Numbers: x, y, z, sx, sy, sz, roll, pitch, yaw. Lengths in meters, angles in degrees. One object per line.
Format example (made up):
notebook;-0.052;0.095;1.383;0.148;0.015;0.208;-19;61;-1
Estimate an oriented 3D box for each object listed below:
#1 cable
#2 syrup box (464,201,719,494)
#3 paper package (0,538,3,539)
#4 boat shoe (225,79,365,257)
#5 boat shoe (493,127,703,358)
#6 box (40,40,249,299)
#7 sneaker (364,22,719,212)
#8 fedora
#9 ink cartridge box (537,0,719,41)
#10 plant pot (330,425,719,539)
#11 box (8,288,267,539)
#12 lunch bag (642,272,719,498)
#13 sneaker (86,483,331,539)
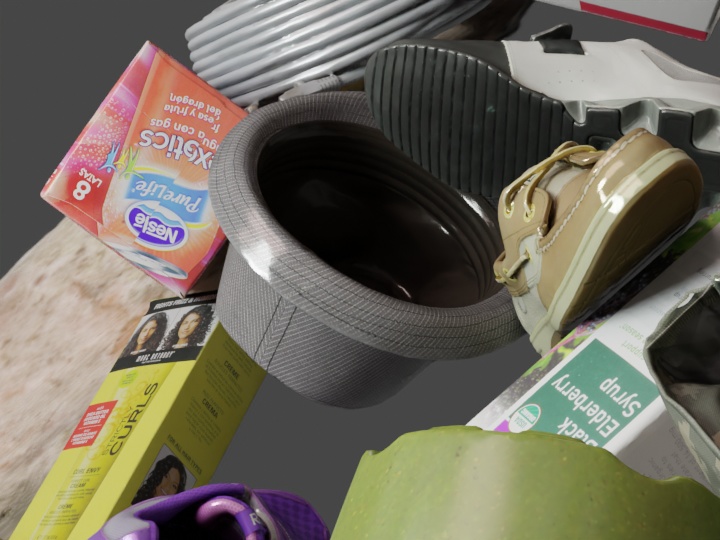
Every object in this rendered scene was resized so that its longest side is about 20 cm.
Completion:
cable;-0.012;-0.157;1.195;0.199;0.070;0.200;-29;12;-13
syrup box;0.127;0.059;0.800;0.200;0.082;0.079;-40;29;-5
paper package;-0.202;0.210;0.886;0.199;0.103;0.192;1;67;47
boat shoe;-0.022;-0.058;1.132;0.073;0.063;0.201;-13;37;37
boat shoe;0.089;-0.016;0.846;0.074;0.067;0.200;-36;-13;-17
box;-0.113;-0.053;1.113;0.103;0.094;0.200;-55;7;-2
sneaker;0.102;-0.080;0.982;0.198;0.075;0.089;15;35;13
fedora;0.000;0.000;0.978;0.091;0.176;0.200;-60;-8;31
ink cartridge box;0.117;-0.218;1.107;0.200;0.144;0.085;-105;30;-58
plant pot;0.043;0.155;0.593;0.199;0.200;0.191;-7;61;41
box;-0.116;0.100;1.036;0.075;0.050;0.201;-8;42;41
lunch bag;0.188;0.085;0.614;0.118;0.164;0.200;-44;31;-8
sneaker;-0.059;0.124;0.832;0.088;0.081;0.200;-44;-16;24
